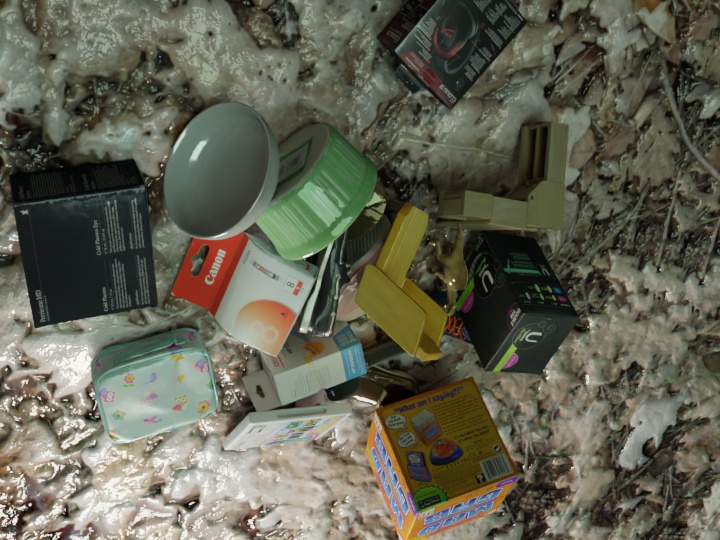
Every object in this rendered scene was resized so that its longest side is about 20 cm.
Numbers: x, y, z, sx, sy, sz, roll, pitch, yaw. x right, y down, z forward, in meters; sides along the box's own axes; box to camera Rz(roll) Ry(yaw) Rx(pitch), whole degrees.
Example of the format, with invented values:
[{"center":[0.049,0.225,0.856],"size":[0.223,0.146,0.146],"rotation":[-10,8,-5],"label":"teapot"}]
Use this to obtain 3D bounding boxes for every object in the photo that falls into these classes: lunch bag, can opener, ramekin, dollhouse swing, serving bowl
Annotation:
[{"center":[-0.332,0.181,1.546],"size":[0.197,0.077,0.163],"rotation":[-16,122,-16],"label":"lunch bag"},{"center":[0.013,0.167,1.687],"size":[0.198,0.052,0.067],"rotation":[-25,98,-26],"label":"can opener"},{"center":[-0.080,-0.124,1.419],"size":[0.200,0.200,0.098],"rotation":[-43,118,4],"label":"ramekin"},{"center":[0.102,0.019,1.550],"size":[0.176,0.181,0.200],"rotation":[-51,165,6],"label":"dollhouse swing"},{"center":[-0.191,-0.136,1.371],"size":[0.201,0.200,0.066],"rotation":[-51,147,10],"label":"serving bowl"}]

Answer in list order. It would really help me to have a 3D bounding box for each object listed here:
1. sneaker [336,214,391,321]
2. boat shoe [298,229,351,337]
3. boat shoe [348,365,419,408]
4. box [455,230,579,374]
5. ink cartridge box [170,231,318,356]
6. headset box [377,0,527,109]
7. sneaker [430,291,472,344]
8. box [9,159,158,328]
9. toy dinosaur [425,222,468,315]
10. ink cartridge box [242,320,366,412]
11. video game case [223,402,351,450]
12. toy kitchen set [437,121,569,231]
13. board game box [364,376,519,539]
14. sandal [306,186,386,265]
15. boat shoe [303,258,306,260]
[{"center":[0.000,0.000,1.601],"size":[0.104,0.075,0.201],"rotation":[30,98,-46],"label":"sneaker"},{"center":[-0.045,0.011,1.511],"size":[0.059,0.074,0.203],"rotation":[15,98,-9],"label":"boat shoe"},{"center":[0.024,0.212,1.726],"size":[0.200,0.075,0.076],"rotation":[7,115,-27],"label":"boat shoe"},{"center":[0.261,0.056,1.650],"size":[0.123,0.202,0.150],"rotation":[5,133,-27],"label":"box"},{"center":[-0.185,0.025,1.485],"size":[0.198,0.050,0.164],"rotation":[24,117,-10],"label":"ink cartridge box"},{"center":[0.134,-0.360,1.452],"size":[0.148,0.075,0.200],"rotation":[36,99,-35],"label":"headset box"},{"center":[0.184,0.093,1.730],"size":[0.197,0.079,0.076],"rotation":[8,114,-28],"label":"sneaker"},{"center":[-0.399,-0.041,1.373],"size":[0.179,0.104,0.203],"rotation":[-10,121,-20],"label":"box"},{"center":[0.160,-0.017,1.641],"size":[0.057,0.101,0.203],"rotation":[-10,125,-23],"label":"toy dinosaur"},{"center":[-0.103,0.153,1.610],"size":[0.197,0.115,0.069],"rotation":[-20,123,-13],"label":"ink cartridge box"},{"center":[-0.130,0.272,1.649],"size":[0.179,0.024,0.200],"rotation":[-3,159,-23],"label":"video game case"},{"center":[0.218,-0.161,1.601],"size":[0.197,0.163,0.184],"rotation":[6,87,-27],"label":"toy kitchen set"},{"center":[0.141,0.352,1.742],"size":[0.197,0.202,0.201],"rotation":[-16,151,-15],"label":"board game box"},{"center":[-0.038,-0.071,1.552],"size":[0.080,0.054,0.200],"rotation":[38,115,-12],"label":"sandal"},{"center":[-0.126,0.040,1.555],"size":[0.068,0.075,0.201],"rotation":[25,117,-11],"label":"boat shoe"}]
